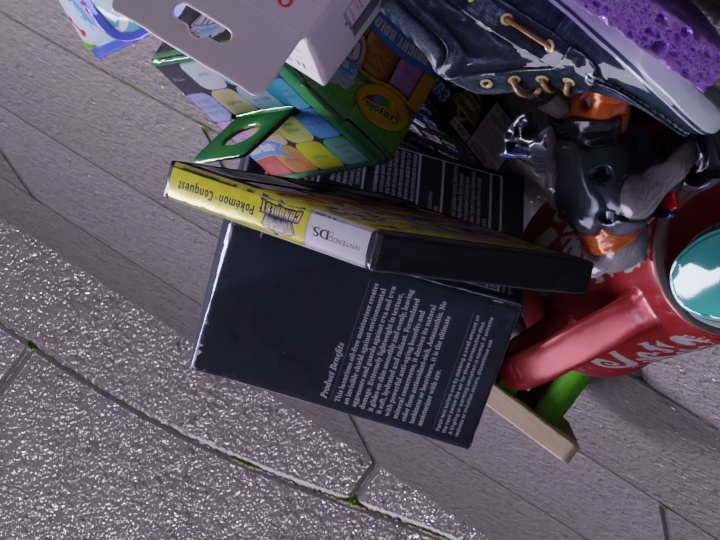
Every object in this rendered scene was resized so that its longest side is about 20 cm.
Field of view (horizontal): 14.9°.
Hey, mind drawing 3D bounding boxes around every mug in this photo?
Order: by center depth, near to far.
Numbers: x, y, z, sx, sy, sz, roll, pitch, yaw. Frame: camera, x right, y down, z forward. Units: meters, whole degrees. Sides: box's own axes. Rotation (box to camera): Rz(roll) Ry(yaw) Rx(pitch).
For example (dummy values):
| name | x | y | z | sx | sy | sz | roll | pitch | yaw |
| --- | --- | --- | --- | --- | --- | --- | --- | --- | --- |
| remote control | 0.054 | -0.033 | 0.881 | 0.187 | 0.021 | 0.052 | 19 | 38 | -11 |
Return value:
| name | x | y | z | sx | sy | sz | roll | pitch | yaw |
| --- | --- | --- | --- | --- | --- | --- | --- | --- | --- |
| mug | 0.191 | 0.017 | 1.814 | 0.133 | 0.178 | 0.200 | 28 | 166 | -15 |

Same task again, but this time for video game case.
| name | x | y | z | sx | sy | sz | roll | pitch | yaw |
| --- | --- | --- | --- | --- | --- | --- | --- | --- | --- |
| video game case | 0.012 | -0.025 | 1.665 | 0.180 | 0.026 | 0.199 | 19 | -172 | 41 |

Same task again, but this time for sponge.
| name | x | y | z | sx | sy | sz | roll | pitch | yaw |
| --- | --- | --- | --- | --- | --- | --- | --- | --- | --- |
| sponge | 0.106 | -0.173 | 1.468 | 0.200 | 0.030 | 0.112 | 32 | -163 | -26 |

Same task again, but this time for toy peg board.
| name | x | y | z | sx | sy | sz | roll | pitch | yaw |
| --- | --- | --- | --- | --- | --- | --- | --- | --- | --- |
| toy peg board | 0.125 | 0.059 | 2.408 | 0.200 | 0.098 | 0.199 | 37 | -176 | -1 |

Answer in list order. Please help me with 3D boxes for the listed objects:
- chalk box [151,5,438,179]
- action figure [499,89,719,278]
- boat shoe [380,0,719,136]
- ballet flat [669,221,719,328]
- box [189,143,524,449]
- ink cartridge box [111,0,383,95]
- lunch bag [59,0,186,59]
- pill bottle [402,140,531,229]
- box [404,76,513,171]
| name | x | y | z | sx | sy | sz | roll | pitch | yaw |
| --- | --- | --- | --- | --- | --- | --- | --- | --- | --- |
| chalk box | -0.032 | -0.138 | 1.706 | 0.124 | 0.201 | 0.125 | 42 | 155 | -28 |
| action figure | 0.122 | -0.084 | 1.686 | 0.200 | 0.104 | 0.194 | -2 | 115 | 52 |
| boat shoe | 0.109 | -0.122 | 1.554 | 0.200 | 0.091 | 0.071 | 40 | -165 | 7 |
| ballet flat | 0.267 | -0.011 | 1.639 | 0.074 | 0.074 | 0.200 | 40 | 152 | -19 |
| box | 0.000 | 0.000 | 1.868 | 0.197 | 0.124 | 0.200 | 17 | -153 | -4 |
| ink cartridge box | -0.037 | -0.189 | 1.569 | 0.117 | 0.200 | 0.067 | 32 | 168 | 19 |
| lunch bag | -0.158 | -0.244 | 1.826 | 0.170 | 0.127 | 0.200 | 57 | 159 | -10 |
| pill bottle | 0.020 | -0.043 | 2.054 | 0.199 | 0.114 | 0.113 | 14 | 180 | -29 |
| box | -0.002 | -0.161 | 1.954 | 0.200 | 0.050 | 0.199 | 28 | 166 | 38 |
